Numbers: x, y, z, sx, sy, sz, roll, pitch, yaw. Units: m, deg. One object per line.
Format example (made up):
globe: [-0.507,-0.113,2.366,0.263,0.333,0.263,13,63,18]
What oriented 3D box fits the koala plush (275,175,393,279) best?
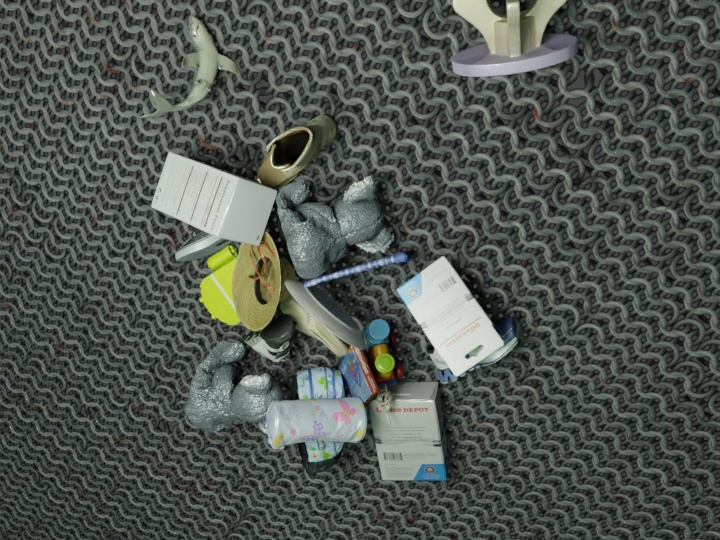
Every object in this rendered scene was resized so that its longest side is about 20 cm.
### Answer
koala plush: [-0.043,-0.084,1.207,0.199,0.184,0.178,-17,118,-1]

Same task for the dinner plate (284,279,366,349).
dinner plate: [-0.060,0.077,1.204,0.200,0.200,0.024,41,96,-3]

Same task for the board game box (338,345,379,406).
board game box: [-0.006,0.221,1.290,0.019,0.200,0.103,-21,74,-16]

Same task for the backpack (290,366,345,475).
backpack: [-0.090,0.307,1.372,0.153,0.163,0.201,-20,103,3]

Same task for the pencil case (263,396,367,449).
pencil case: [-0.086,0.298,1.249,0.199,0.091,0.083,1,159,-20]

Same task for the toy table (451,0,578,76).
toy table: [0.242,-0.391,1.010,0.199,0.184,0.118,-10,124,6]

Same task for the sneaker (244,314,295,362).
sneaker: [-0.171,0.151,1.341,0.089,0.074,0.200,48,154,-12]

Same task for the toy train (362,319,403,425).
toy train: [0.048,0.200,1.261,0.084,0.116,0.201,-10,71,-5]

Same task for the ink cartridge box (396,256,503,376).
ink cartridge box: [0.174,0.088,1.207,0.116,0.068,0.200,-36,74,10]

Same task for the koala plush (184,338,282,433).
koala plush: [-0.244,0.267,1.333,0.199,0.184,0.178,6,124,32]

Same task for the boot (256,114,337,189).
boot: [-0.142,-0.209,1.181,0.200,0.155,0.072,-36,98,23]

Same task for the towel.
towel: [0.000,0.000,1.212,0.199,0.145,0.024,-16,90,7]

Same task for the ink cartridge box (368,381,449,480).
ink cartridge box: [0.107,0.345,1.365,0.145,0.084,0.201,-4,108,16]

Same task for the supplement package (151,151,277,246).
supplement package: [-0.281,-0.137,1.215,0.199,0.117,0.118,23,95,31]

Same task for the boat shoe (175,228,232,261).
boat shoe: [-0.317,-0.080,1.329,0.199,0.070,0.067,-25,77,31]

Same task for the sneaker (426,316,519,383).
sneaker: [0.209,0.137,1.261,0.199,0.081,0.115,-34,101,25]

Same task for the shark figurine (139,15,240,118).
shark figurine: [-0.319,-0.355,1.205,0.128,0.215,0.089,31,160,-29]

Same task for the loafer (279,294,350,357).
loafer: [-0.093,0.111,1.339,0.200,0.076,0.068,46,116,5]

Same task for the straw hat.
straw hat: [-0.177,0.020,1.278,0.201,0.085,0.202,-2,87,49]

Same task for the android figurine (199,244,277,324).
android figurine: [-0.262,0.039,1.369,0.200,0.041,0.182,-32,100,20]
